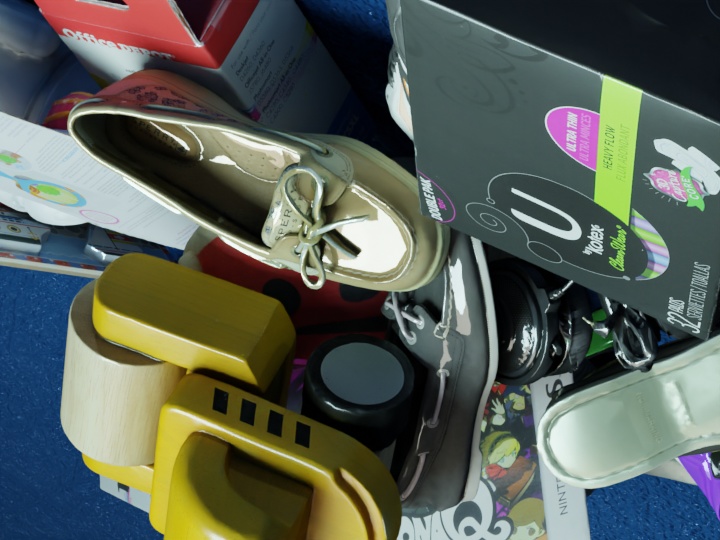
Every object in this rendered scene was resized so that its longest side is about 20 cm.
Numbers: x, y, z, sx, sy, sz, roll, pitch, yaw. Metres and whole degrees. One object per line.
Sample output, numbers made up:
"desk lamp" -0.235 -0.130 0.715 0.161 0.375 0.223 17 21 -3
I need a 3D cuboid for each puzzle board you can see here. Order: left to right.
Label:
"puzzle board" -0.217 -0.044 1.462 0.200 0.017 0.151 8 -154 -35

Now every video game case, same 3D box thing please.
"video game case" 0.031 0.113 1.362 0.036 0.199 0.182 -128 27 -62

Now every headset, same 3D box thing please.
"headset" 0.120 0.029 1.216 0.200 0.123 0.094 99 154 -74

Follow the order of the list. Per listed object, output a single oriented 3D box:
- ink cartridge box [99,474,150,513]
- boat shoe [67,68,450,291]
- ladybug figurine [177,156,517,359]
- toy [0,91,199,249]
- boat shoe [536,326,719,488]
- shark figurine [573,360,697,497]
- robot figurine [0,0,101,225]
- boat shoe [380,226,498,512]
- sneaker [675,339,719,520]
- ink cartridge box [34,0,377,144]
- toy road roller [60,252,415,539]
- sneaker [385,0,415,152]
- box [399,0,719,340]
"ink cartridge box" -0.117 0.088 1.596 0.083 0.146 0.200 -3 -177 -21
"boat shoe" -0.052 -0.039 1.169 0.200 0.074 0.063 22 -159 19
"ladybug figurine" 0.000 0.000 1.266 0.199 0.072 0.136 -7 147 -19
"toy" -0.161 -0.069 1.274 0.199 0.047 0.115 16 163 -22
"boat shoe" 0.191 0.060 1.238 0.201 0.061 0.072 -15 100 20
"shark figurine" 0.168 0.114 1.425 0.214 0.090 0.128 28 161 10
"robot figurine" -0.201 -0.099 1.385 0.200 0.113 0.170 26 151 15
"boat shoe" 0.033 0.052 1.219 0.067 0.057 0.200 -119 22 -45
"sneaker" 0.230 0.125 1.290 0.201 0.069 0.100 63 171 -12
"ink cartridge box" -0.087 -0.118 1.252 0.116 0.067 0.200 15 155 34
"toy road roller" -0.074 0.097 1.188 0.199 0.146 0.123 21 134 11
"sneaker" 0.038 -0.095 1.132 0.080 0.074 0.200 21 158 27
"box" 0.111 -0.086 0.981 0.148 0.125 0.200 24 160 15
